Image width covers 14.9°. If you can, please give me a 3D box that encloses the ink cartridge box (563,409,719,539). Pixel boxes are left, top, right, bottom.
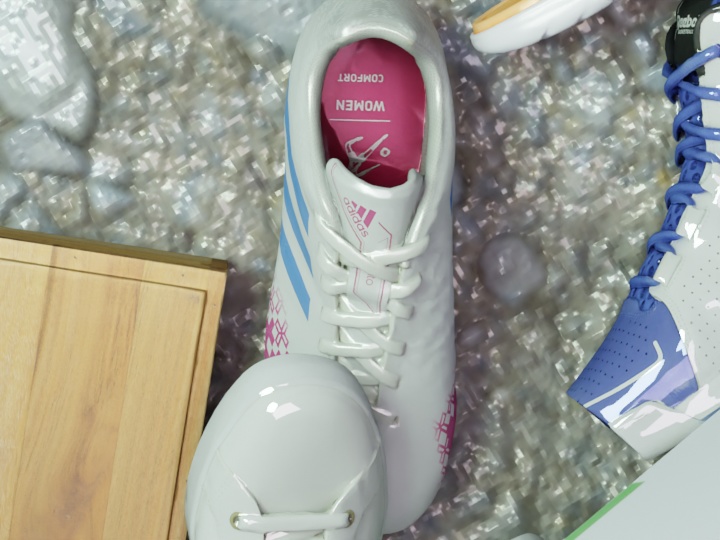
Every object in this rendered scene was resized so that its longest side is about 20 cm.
[{"bbox_3d":[0.149,0.161,0.933,0.146,0.084,0.201,-36,117,-20],"label":"ink cartridge box"}]

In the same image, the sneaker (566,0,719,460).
[{"bbox_3d":[0.134,-0.035,0.988,0.199,0.081,0.115,-43,94,-4],"label":"sneaker"}]

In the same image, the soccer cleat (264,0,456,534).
[{"bbox_3d":[0.000,0.000,0.975,0.069,0.086,0.201,-2,98,-3],"label":"soccer cleat"}]

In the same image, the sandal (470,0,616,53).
[{"bbox_3d":[0.119,-0.148,0.966,0.206,0.079,0.059,-31,101,3],"label":"sandal"}]

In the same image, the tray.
[{"bbox_3d":[-0.111,0.090,1.007,0.098,0.037,0.201,8,98,-4],"label":"tray"}]

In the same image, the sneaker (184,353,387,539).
[{"bbox_3d":[-0.022,0.129,0.962,0.072,0.085,0.201,-2,119,-17],"label":"sneaker"}]

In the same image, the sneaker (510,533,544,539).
[{"bbox_3d":[0.040,0.198,0.999,0.118,0.074,0.202,-9,99,22],"label":"sneaker"}]
